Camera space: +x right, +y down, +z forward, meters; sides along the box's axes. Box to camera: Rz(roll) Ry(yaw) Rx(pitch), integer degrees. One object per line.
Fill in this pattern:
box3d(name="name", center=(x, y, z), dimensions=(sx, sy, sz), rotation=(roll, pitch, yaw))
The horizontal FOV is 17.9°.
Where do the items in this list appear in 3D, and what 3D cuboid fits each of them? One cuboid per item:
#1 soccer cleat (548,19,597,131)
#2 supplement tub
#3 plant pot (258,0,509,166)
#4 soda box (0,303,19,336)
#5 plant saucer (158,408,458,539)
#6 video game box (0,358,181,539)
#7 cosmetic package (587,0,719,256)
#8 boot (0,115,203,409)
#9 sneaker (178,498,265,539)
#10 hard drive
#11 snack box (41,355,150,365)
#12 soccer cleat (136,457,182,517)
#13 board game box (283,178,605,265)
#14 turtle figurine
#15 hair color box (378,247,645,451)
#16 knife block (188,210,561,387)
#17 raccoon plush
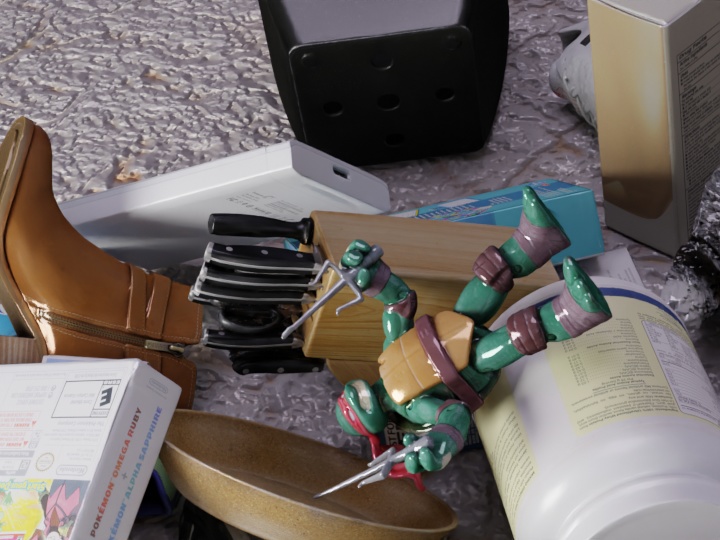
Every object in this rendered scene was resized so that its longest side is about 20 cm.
box3d(name="soccer cleat", center=(0.184, -0.137, 1.739), dimensions=(0.085, 0.069, 0.200), rotation=(-10, 34, 14))
box3d(name="supplement tub", center=(0.151, 0.115, 1.357), dimensions=(0.145, 0.145, 0.200), rotation=(-12, 38, -4))
box3d(name="plant pot", center=(0.015, -0.190, 1.746), dimensions=(0.200, 0.200, 0.178), rotation=(-6, 49, 4))
box3d(name="soda box", center=(-0.258, 0.062, 1.569), dimensions=(0.200, 0.068, 0.064), rotation=(-32, 44, -27))
box3d(name="plant saucer", center=(-0.040, 0.135, 1.392), dimensions=(0.200, 0.035, 0.200), rotation=(18, 7, -2))
box3d(name="video game box", center=(-0.211, 0.144, 1.365), dimensions=(0.200, 0.047, 0.182), rotation=(-4, 57, 45))
box3d(name="cosmetic package", center=(0.220, -0.122, 1.596), dimensions=(0.071, 0.200, 0.105), rotation=(26, 50, 37))
box3d(name="boot", center=(-0.176, 0.004, 1.522), dimensions=(0.155, 0.200, 0.077), rotation=(6, -9, -19))
box3d(name="sneaker", center=(-0.041, 0.193, 1.372), dimensions=(0.079, 0.074, 0.200), rotation=(-9, 27, -41))
box3d(name="hard drive", center=(-0.098, -0.043, 1.583), dimensions=(0.200, 0.132, 0.027), rotation=(-14, 72, 27))
box3d(name="snack box", center=(-0.181, 0.148, 1.420), dimensions=(0.072, 0.024, 0.200), rotation=(3, 63, 13))
box3d(name="soccer cleat", center=(-0.209, 0.135, 1.473), dimensions=(0.200, 0.065, 0.084), rotation=(-6, 41, 4))
box3d(name="board game box", center=(0.053, -0.016, 1.567), dimensions=(0.200, 0.047, 0.151), rotation=(-13, 6, -4))
box3d(name="turtle figurine", center=(0.042, 0.045, 1.333), dimensions=(0.200, 0.101, 0.150), rotation=(-35, 66, 8))
box3d(name="hair color box", center=(0.095, 0.057, 1.509), dimensions=(0.200, 0.061, 0.100), rotation=(-12, 39, -4))
box3d(name="knife block", center=(0.000, 0.000, 1.398), dimensions=(0.200, 0.176, 0.064), rotation=(-31, 40, 9))
box3d(name="raccoon plush", center=(0.282, 0.010, 1.506), dimensions=(0.134, 0.097, 0.200), rotation=(11, 40, 18))
